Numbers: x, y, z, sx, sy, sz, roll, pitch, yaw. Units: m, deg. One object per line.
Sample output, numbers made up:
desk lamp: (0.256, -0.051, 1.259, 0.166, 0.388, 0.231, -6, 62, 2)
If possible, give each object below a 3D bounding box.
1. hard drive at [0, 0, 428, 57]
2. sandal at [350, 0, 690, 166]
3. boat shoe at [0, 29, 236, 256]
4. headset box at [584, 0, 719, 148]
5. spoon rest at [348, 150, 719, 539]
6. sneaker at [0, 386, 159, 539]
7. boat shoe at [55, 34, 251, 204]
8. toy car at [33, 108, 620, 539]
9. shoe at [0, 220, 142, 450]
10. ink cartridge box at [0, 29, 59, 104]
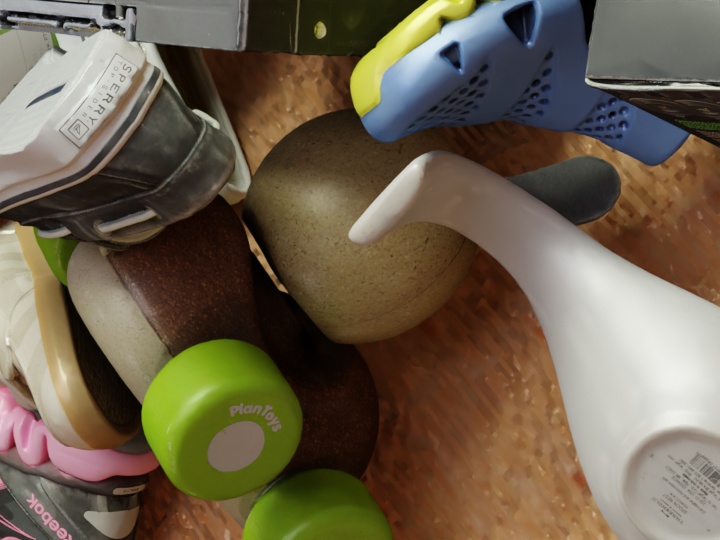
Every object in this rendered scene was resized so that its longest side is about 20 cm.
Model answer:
hard drive: (-0.026, -0.102, 0.881, 0.139, 0.200, 0.038, 10, 100, 41)
sandal: (0.092, -0.076, 0.811, 0.087, 0.199, 0.079, 71, 161, 2)
boat shoe: (-0.098, -0.035, 0.825, 0.072, 0.071, 0.200, -52, 15, -10)
headset box: (0.165, -0.117, 0.732, 0.093, 0.200, 0.175, 5, 83, 39)
spoon rest: (0.088, 0.032, 0.807, 0.200, 0.061, 0.099, 43, 121, -3)
sneaker: (-0.166, 0.088, 1.038, 0.200, 0.079, 0.096, 20, 111, 44)
boat shoe: (-0.088, -0.118, 0.985, 0.086, 0.075, 0.203, -11, 101, 22)
toy car: (0.000, 0.000, 0.901, 0.200, 0.158, 0.164, -35, 42, -1)
shoe: (-0.134, 0.031, 0.980, 0.053, 0.070, 0.200, -33, 23, 1)
ink cartridge box: (-0.233, -0.068, 1.034, 0.147, 0.200, 0.076, 12, 121, 36)
